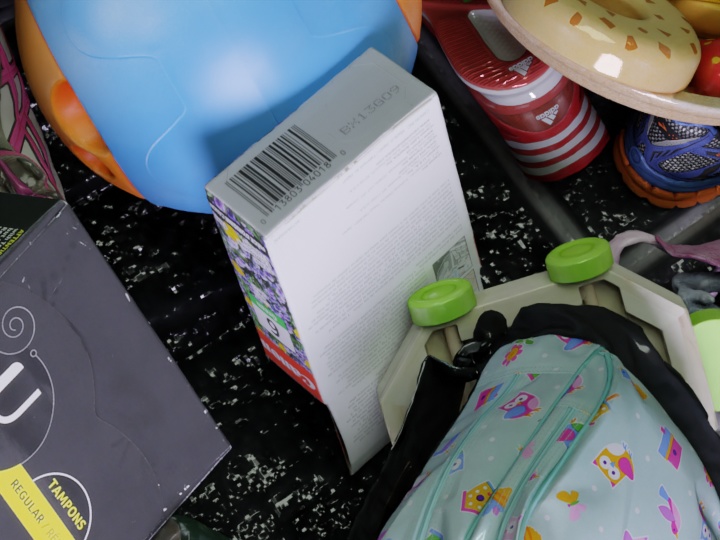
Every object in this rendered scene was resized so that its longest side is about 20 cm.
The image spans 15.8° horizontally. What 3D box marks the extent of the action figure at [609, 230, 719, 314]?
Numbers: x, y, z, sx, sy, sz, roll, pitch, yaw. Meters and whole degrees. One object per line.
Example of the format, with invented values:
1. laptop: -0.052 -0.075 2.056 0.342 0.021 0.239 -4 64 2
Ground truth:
1. action figure: 0.244 -0.016 1.326 0.148 0.134 0.200 17 57 40

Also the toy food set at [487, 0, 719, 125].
1. toy food set: 0.141 -0.141 1.266 0.199 0.049 0.198 4 38 -24

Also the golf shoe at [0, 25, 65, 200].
1. golf shoe: -0.196 -0.067 1.294 0.072 0.092 0.201 -21 77 -3

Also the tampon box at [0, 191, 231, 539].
1. tampon box: -0.188 0.056 1.154 0.126 0.200 0.150 -48 122 -25

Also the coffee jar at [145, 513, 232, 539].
1. coffee jar: -0.031 0.188 1.173 0.199 0.104 0.086 30 70 -23

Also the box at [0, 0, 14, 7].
1. box: -0.220 -0.192 1.362 0.199 0.048 0.122 -22 73 -13

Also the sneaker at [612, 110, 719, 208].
1. sneaker: 0.227 -0.098 1.348 0.199 0.078 0.076 -31 76 -14

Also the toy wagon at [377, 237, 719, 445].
1. toy wagon: 0.113 0.062 1.251 0.199 0.040 0.156 -17 108 1

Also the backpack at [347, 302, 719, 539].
1. backpack: 0.081 0.123 1.138 0.167 0.126 0.200 53 48 -14

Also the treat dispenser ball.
1. treat dispenser ball: -0.070 -0.128 1.269 0.200 0.201 0.202 2 70 -4

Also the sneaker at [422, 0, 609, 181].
1. sneaker: 0.068 -0.117 1.353 0.078 0.116 0.200 -23 41 5

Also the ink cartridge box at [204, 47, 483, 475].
1. ink cartridge box: 0.000 0.000 1.244 0.109 0.200 0.050 -40 55 -17
